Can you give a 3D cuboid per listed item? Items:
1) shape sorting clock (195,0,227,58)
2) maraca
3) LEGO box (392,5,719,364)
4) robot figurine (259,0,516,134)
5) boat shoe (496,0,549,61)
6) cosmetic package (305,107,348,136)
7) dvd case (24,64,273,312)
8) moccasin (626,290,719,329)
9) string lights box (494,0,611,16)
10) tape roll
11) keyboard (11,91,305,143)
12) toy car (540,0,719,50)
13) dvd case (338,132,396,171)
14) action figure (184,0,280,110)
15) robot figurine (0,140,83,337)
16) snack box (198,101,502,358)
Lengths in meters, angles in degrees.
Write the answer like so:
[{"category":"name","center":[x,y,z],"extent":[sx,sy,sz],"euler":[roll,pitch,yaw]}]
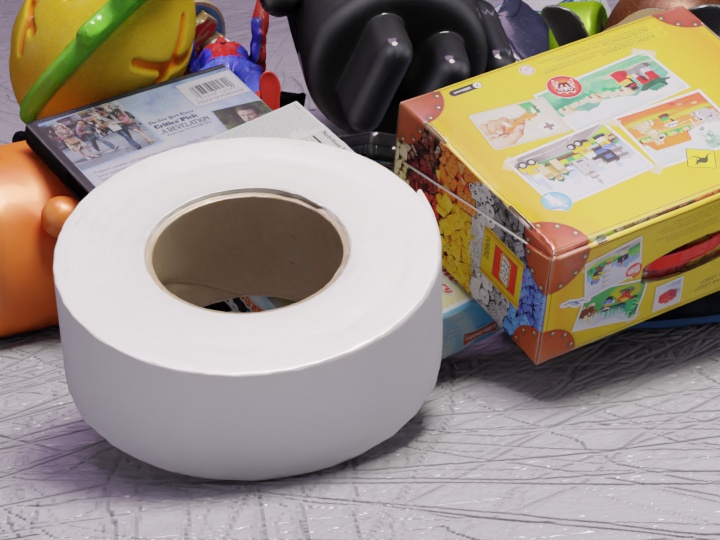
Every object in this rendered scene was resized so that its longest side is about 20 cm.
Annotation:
[{"category":"shape sorting clock","center":[-0.162,-0.105,1.959],"extent":[0.039,0.201,0.200],"euler":[36,29,17]},{"category":"maraca","center":[-0.154,-0.151,1.763],"extent":[0.137,0.107,0.200],"euler":[-49,4,-28]},{"category":"LEGO box","center":[0.139,-0.051,1.549],"extent":[0.199,0.077,0.149],"euler":[-20,47,-26]},{"category":"robot figurine","center":[0.015,-0.166,1.845],"extent":[0.124,0.151,0.200],"euler":[-27,37,9]},{"category":"boat shoe","center":[0.107,-0.108,1.903],"extent":[0.092,0.075,0.200],"euler":[31,34,-9]},{"category":"cosmetic package","center":[-0.013,-0.071,1.951],"extent":[0.199,0.072,0.101],"euler":[-5,14,2]},{"category":"dvd case","center":[-0.089,-0.049,1.666],"extent":[0.142,0.018,0.200],"euler":[-19,44,-28]},{"category":"moccasin","center":[0.173,-0.006,1.617],"extent":[0.199,0.069,0.080],"euler":[-7,14,-12]},{"category":"string lights box","center":[0.084,-0.141,2.084],"extent":[0.199,0.059,0.103],"euler":[-32,17,-21]},{"category":"tape roll","center":[-0.056,0.016,1.456],"extent":[0.201,0.071,0.203],"euler":[-1,37,1]},{"category":"keyboard","center":[-0.124,-0.085,1.871],"extent":[0.199,0.040,0.104],"euler":[-16,18,-40]},{"category":"toy car","center":[0.180,-0.129,1.721],"extent":[0.163,0.159,0.200],"euler":[-2,-17,18]},{"category":"dvd case","center":[0.022,-0.062,1.775],"extent":[0.142,0.018,0.200],"euler":[9,-6,-27]},{"category":"action figure","center":[-0.088,-0.154,1.867],"extent":[0.065,0.100,0.200],"euler":[-4,10,-5]},{"category":"robot figurine","center":[-0.184,-0.024,1.736],"extent":[0.199,0.144,0.117],"euler":[-13,59,-29]},{"category":"snack box","center":[-0.025,-0.012,1.579],"extent":[0.116,0.037,0.200],"euler":[-24,47,-27]}]
